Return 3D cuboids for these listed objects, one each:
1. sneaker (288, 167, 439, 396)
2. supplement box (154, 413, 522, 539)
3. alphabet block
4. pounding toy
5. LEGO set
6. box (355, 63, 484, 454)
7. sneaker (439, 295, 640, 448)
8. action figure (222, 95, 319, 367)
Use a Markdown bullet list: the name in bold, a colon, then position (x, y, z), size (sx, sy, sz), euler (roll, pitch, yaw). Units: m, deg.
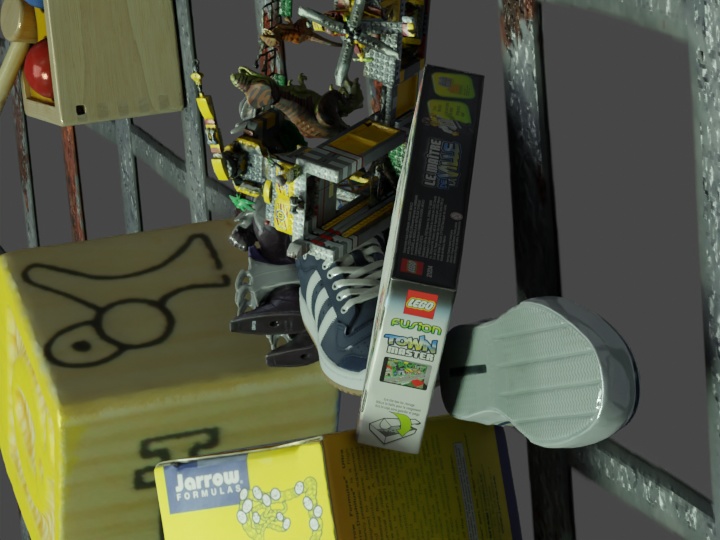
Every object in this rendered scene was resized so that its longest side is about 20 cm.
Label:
- **sneaker**: position (0.000, 0.000, 1.727), size (0.200, 0.070, 0.109), euler (-132, 34, -67)
- **supplement box**: position (-0.006, 0.142, 1.559), size (0.109, 0.200, 0.110), euler (-11, 86, 31)
- **alphabet block**: position (-0.138, 0.099, 2.014), size (0.195, 0.200, 0.197), euler (-118, 25, -50)
- **pounding toy**: position (-0.239, -0.188, 2.307), size (0.200, 0.142, 0.185), euler (-161, 64, -71)
- **LEGO set**: position (-0.038, -0.099, 1.641), size (0.154, 0.116, 0.200), euler (28, 125, 24)
- **box**: position (0.032, -0.009, 1.518), size (0.200, 0.035, 0.110), euler (-80, 2, -53)
- **sneaker**: position (0.102, 0.046, 1.406), size (0.200, 0.071, 0.073), euler (-172, 80, -72)
- **action figure**: position (-0.060, -0.039, 1.898), size (0.130, 0.069, 0.200), euler (73, -174, -58)
